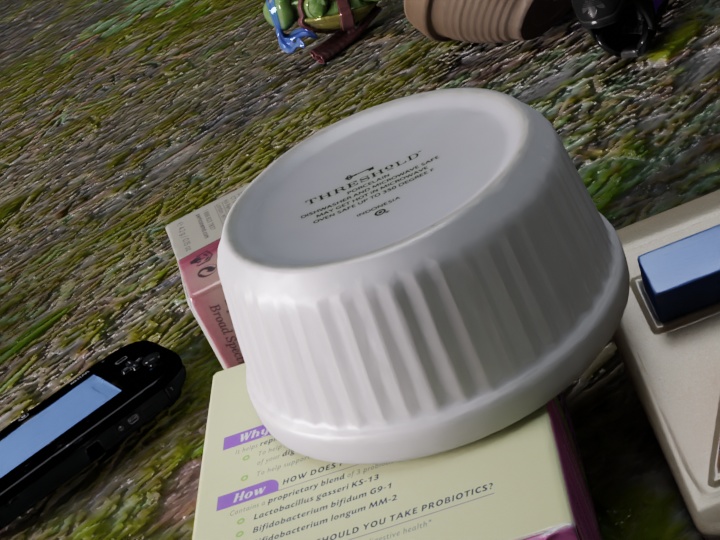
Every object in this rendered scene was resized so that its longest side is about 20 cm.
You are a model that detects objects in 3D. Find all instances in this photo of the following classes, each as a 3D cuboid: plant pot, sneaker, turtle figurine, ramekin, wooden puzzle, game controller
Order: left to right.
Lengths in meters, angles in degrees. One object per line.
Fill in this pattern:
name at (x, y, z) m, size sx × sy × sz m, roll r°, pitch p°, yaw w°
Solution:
game controller at (-0.207, 0.112, 0.891) m, size 0.199 × 0.042 × 0.104 m, roll -36°, pitch 30°, yaw -21°
turtle figurine at (-0.005, -0.316, 1.318) m, size 0.192 × 0.144 × 0.202 m, roll -5°, pitch 73°, yaw 0°
ramekin at (0.023, -0.008, 0.651) m, size 0.201 × 0.095 × 0.203 m, roll -19°, pitch 29°, yaw 11°
plant pot at (0.137, -0.263, 1.157) m, size 0.200 × 0.201 × 0.093 m, roll -39°, pitch 72°, yaw -24°
sneaker at (0.214, -0.219, 1.083) m, size 0.069 × 0.101 × 0.200 m, roll -9°, pitch 1°, yaw 34°
wooden puzzle at (0.218, 0.015, 0.661) m, size 0.184 × 0.046 × 0.201 m, roll -22°, pitch 47°, yaw 6°

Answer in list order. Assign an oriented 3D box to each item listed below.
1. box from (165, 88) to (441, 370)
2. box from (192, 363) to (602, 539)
box at (0.000, 0.000, 0.825) m, size 0.199 × 0.129 × 0.109 m, roll -27°, pitch 28°, yaw -3°
box at (0.019, 0.115, 0.649) m, size 0.175 × 0.097 × 0.201 m, roll -20°, pitch 29°, yaw 10°
